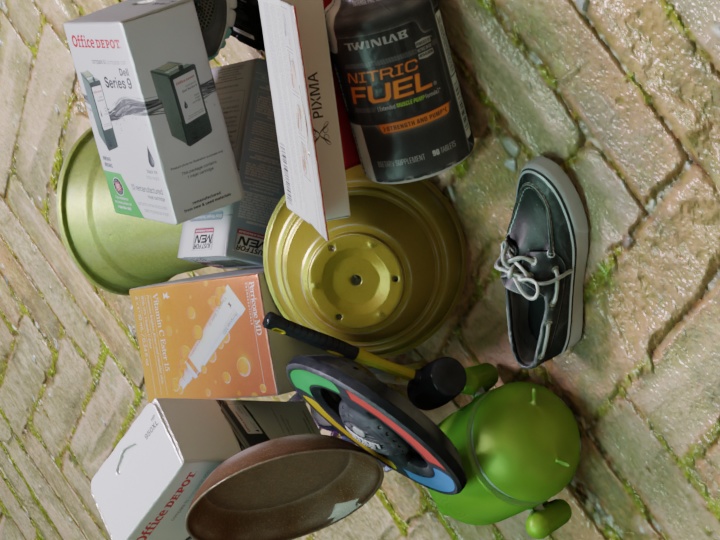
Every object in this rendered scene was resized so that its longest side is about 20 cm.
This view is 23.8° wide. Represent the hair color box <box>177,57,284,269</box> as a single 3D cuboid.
[{"bbox_3d":[-0.122,-0.106,1.728,0.099,0.060,0.202,-2,77,55],"label":"hair color box"}]

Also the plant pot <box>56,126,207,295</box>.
[{"bbox_3d":[-0.196,-0.074,1.860,0.183,0.200,0.202,-1,115,42],"label":"plant pot"}]

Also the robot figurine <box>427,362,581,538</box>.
[{"bbox_3d":[0.134,0.177,1.641,0.177,0.115,0.200,64,149,9],"label":"robot figurine"}]

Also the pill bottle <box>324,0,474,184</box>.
[{"bbox_3d":[0.028,-0.187,1.507,0.106,0.106,0.202,11,124,51],"label":"pill bottle"}]

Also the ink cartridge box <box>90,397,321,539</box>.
[{"bbox_3d":[-0.150,0.206,1.724,0.145,0.199,0.085,-53,51,30],"label":"ink cartridge box"}]

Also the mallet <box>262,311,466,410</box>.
[{"bbox_3d":[0.007,0.077,1.581,0.199,0.042,0.066,25,154,-22],"label":"mallet"}]

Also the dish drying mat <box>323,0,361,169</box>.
[{"bbox_3d":[-0.017,-0.196,1.552,0.018,0.077,0.202,-3,101,32],"label":"dish drying mat"}]

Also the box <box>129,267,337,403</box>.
[{"bbox_3d":[-0.131,0.064,1.760,0.199,0.097,0.126,-8,93,42],"label":"box"}]

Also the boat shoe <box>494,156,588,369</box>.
[{"bbox_3d":[0.153,-0.003,1.513,0.073,0.068,0.201,32,138,37],"label":"boat shoe"}]

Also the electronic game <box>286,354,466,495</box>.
[{"bbox_3d":[0.014,0.144,1.580,0.199,0.042,0.200,34,165,11],"label":"electronic game"}]

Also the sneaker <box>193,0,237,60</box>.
[{"bbox_3d":[-0.178,-0.302,1.660,0.077,0.091,0.202,-8,87,45],"label":"sneaker"}]

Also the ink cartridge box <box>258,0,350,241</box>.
[{"bbox_3d":[-0.042,-0.140,1.481,0.176,0.044,0.202,-139,40,-71],"label":"ink cartridge box"}]

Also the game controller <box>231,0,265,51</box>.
[{"bbox_3d":[-0.117,-0.273,1.716,0.199,0.042,0.105,30,152,40],"label":"game controller"}]

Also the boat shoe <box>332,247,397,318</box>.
[{"bbox_3d":[0.002,-0.010,1.720,0.071,0.070,0.200,52,148,11],"label":"boat shoe"}]

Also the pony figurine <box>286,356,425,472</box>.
[{"bbox_3d":[-0.035,0.140,1.843,0.199,0.166,0.195,22,128,24],"label":"pony figurine"}]

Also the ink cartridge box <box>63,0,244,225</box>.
[{"bbox_3d":[-0.202,-0.157,1.656,0.145,0.084,0.202,11,119,57],"label":"ink cartridge box"}]

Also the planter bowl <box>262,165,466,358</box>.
[{"bbox_3d":[0.000,0.000,1.608,0.084,0.199,0.202,-70,-42,-74],"label":"planter bowl"}]

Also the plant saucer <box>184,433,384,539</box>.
[{"bbox_3d":[-0.076,0.208,1.650,0.201,0.198,0.037,112,146,-52],"label":"plant saucer"}]
